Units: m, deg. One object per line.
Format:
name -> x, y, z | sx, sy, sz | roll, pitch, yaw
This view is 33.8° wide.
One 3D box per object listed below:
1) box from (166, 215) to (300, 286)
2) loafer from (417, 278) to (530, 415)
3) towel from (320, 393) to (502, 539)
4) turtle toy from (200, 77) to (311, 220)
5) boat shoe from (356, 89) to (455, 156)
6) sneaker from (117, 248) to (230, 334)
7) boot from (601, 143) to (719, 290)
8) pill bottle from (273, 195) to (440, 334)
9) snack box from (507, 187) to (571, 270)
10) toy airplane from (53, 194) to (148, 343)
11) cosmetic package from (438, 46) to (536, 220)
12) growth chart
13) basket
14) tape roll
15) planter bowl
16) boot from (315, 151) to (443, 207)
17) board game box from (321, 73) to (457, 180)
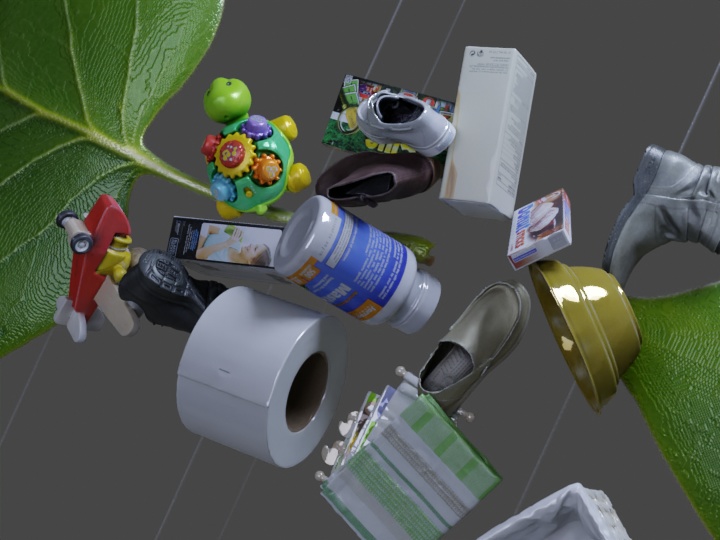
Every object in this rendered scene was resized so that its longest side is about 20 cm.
box -> -0.147, -0.024, 1.603 | 0.199, 0.117, 0.061 | 7, 80, 25
loafer -> 0.141, 0.095, 1.480 | 0.076, 0.068, 0.201 | 34, 88, 24
towel -> 0.062, 0.266, 1.475 | 0.149, 0.031, 0.200 | 47, 111, 5
turtle toy -> -0.164, -0.171, 1.643 | 0.145, 0.101, 0.201 | -22, 73, 17
boat shoe -> 0.043, -0.198, 1.513 | 0.072, 0.069, 0.200 | -46, 33, -2
sneaker -> -0.239, 0.048, 1.603 | 0.091, 0.200, 0.076 | -32, 33, 33
boot -> 0.374, -0.046, 1.419 | 0.130, 0.068, 0.201 | 22, 91, 19
pill bottle -> 0.000, 0.000, 1.489 | 0.112, 0.199, 0.112 | -46, 25, 29
snack box -> 0.216, -0.052, 1.418 | 0.072, 0.200, 0.024 | -27, 101, 16
toy airplane -> -0.363, 0.006, 1.690 | 0.199, 0.140, 0.201 | -21, 79, 57
cosmetic package -> 0.163, -0.173, 1.508 | 0.071, 0.105, 0.201 | 8, 82, 25
growth chart -> 0.037, 0.224, 1.531 | 0.145, 0.018, 0.200 | 38, 96, 24
basket -> 0.228, 0.374, 1.345 | 0.199, 0.161, 0.199 | -33, 69, 13
tape roll -> -0.123, 0.135, 1.516 | 0.138, 0.203, 0.204 | 17, 87, 25
planter bowl -> 0.272, 0.061, 1.378 | 0.083, 0.200, 0.201 | -23, 71, 2
boot -> -0.005, -0.115, 1.521 | 0.199, 0.166, 0.073 | -8, 96, 30
board game box -> 0.051, -0.194, 1.603 | 0.199, 0.023, 0.105 | 18, 90, 24
